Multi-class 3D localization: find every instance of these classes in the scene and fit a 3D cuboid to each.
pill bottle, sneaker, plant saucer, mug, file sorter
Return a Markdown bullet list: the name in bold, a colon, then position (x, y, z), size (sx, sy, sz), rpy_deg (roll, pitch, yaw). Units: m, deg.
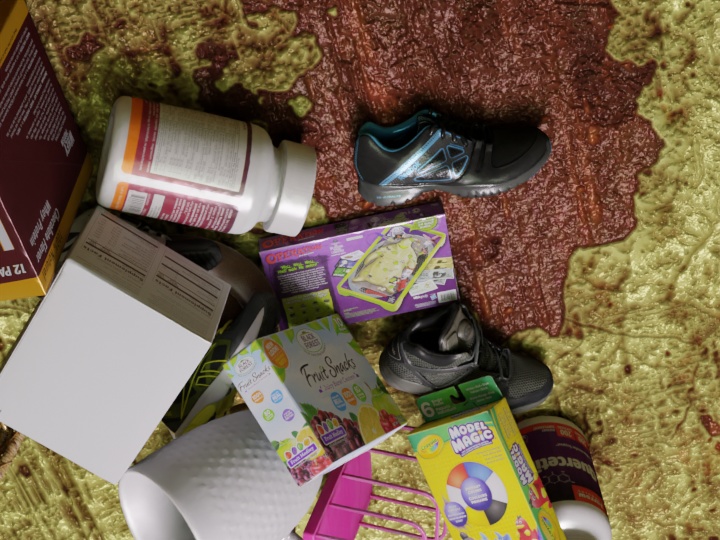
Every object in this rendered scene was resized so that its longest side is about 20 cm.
- **pill bottle**: position (0.221, 0.268, 1.760), size (0.111, 0.201, 0.113), rpy_deg (-3, 128, -4)
- **sneaker**: position (-0.158, 0.094, 1.606), size (0.084, 0.074, 0.201), rpy_deg (38, 111, 8)
- **sneaker**: position (0.129, 0.098, 1.686), size (0.198, 0.077, 0.114), rpy_deg (14, 147, -11)
- **plant saucer**: position (-0.187, 0.050, 1.641), size (0.198, 0.032, 0.201), rpy_deg (1, 129, 2)
- **sneaker**: position (0.091, -0.119, 1.533), size (0.198, 0.073, 0.082), rpy_deg (-11, 126, 1)
- **pill bottle**: position (-0.150, -0.097, 1.501), size (0.198, 0.110, 0.110), rpy_deg (12, 125, -15)
- **mug**: position (-0.141, 0.229, 1.572), size (0.148, 0.175, 0.200), rpy_deg (57, 147, 4)
- **file sorter**: position (0.028, 0.283, 1.730), size (0.124, 0.201, 0.140), rpy_deg (9, 129, 15)
- **sneaker**: position (-0.238, -0.030, 1.551), size (0.198, 0.089, 0.074), rpy_deg (-5, 159, 3)

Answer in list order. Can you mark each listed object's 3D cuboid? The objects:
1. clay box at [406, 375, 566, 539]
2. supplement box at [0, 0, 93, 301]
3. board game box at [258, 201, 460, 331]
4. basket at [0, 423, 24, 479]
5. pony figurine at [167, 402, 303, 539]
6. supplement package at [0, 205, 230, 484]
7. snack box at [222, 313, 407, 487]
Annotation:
- **clay box**: position (0.130, 0.222, 1.662), size (0.114, 0.048, 0.201), rpy_deg (-22, 95, 37)
- **supplement box**: position (-0.356, -0.107, 1.403), size (0.132, 0.198, 0.201), rpy_deg (-8, 128, 13)
- **board game box**: position (0.000, 0.000, 1.642), size (0.198, 0.032, 0.121), rpy_deg (-11, 131, 1)
- **basket**: position (-0.478, 0.189, 1.660), size (0.148, 0.143, 0.200), rpy_deg (-30, 125, 17)
- **pony figurine**: position (-0.151, 0.242, 1.730), size (0.192, 0.166, 0.202), rpy_deg (-8, 105, 33)
- **supplement package**: position (-0.244, 0.074, 1.486), size (0.155, 0.111, 0.200), rpy_deg (31, 118, -10)
- **snack box**: position (-0.042, 0.126, 1.565), size (0.053, 0.200, 0.143), rpy_deg (-38, 81, 22)
